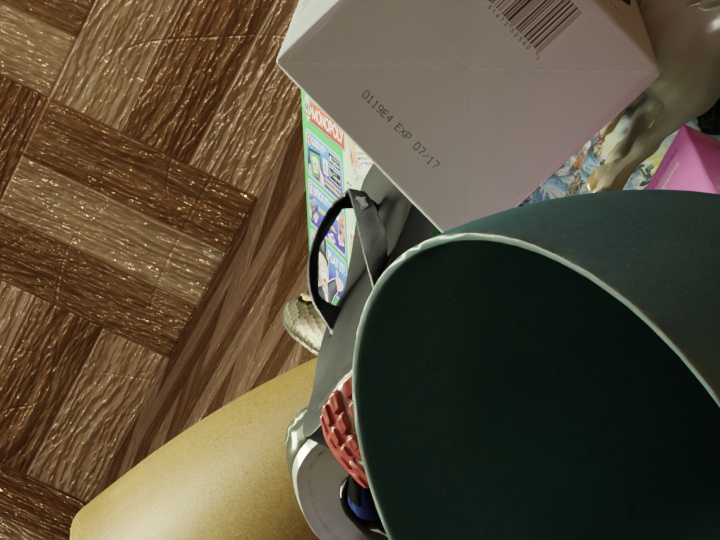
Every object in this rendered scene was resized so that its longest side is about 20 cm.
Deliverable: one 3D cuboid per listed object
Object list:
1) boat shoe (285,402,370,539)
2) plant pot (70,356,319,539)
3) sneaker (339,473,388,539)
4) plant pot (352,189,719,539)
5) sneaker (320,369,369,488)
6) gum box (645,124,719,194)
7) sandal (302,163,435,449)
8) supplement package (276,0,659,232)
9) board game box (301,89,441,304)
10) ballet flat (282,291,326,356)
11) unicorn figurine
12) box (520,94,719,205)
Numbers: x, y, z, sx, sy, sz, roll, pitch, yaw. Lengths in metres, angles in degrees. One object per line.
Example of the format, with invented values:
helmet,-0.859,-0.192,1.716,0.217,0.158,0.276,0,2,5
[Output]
boat shoe,0.011,0.102,1.238,0.072,0.060,0.202,-38,-32,9
plant pot,-0.054,0.153,1.581,0.200,0.186,0.186,-48,13,19
sneaker,0.051,0.073,1.130,0.081,0.115,0.199,117,159,-48
plant pot,0.112,0.055,0.787,0.135,0.200,0.200,-28,-14,-33
sneaker,0.076,0.035,1.053,0.200,0.078,0.082,-27,10,13
gum box,0.114,0.047,0.939,0.200,0.066,0.114,-62,7,15
sandal,0.000,0.000,1.169,0.076,0.043,0.200,-54,14,35
supplement package,0.046,-0.108,1.052,0.110,0.114,0.200,-42,11,13
board game box,0.010,-0.021,1.360,0.200,0.029,0.135,-134,40,-65
ballet flat,0.027,0.046,1.432,0.200,0.067,0.046,28,111,48
unicorn figurine,0.139,-0.085,1.067,0.137,0.074,0.200,-48,26,11
box,0.138,-0.077,1.187,0.200,0.040,0.137,30,95,58
